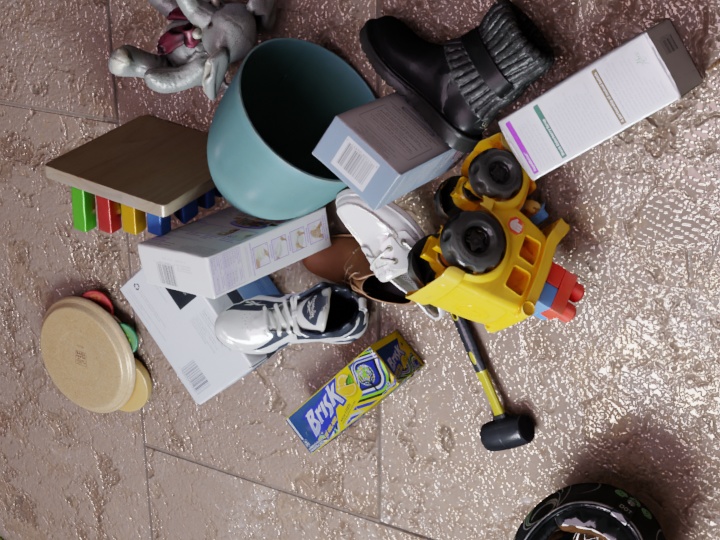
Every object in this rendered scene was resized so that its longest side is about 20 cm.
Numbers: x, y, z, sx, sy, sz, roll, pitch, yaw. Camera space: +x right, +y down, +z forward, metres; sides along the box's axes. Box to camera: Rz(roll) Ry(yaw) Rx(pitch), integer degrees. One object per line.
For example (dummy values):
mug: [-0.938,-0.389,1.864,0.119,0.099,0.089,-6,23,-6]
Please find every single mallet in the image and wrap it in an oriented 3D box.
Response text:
mallet: [0.148,0.136,1.563,0.066,0.041,0.200,-32,85,40]

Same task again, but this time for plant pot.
plant pot: [-0.094,-0.154,1.509,0.201,0.201,0.161,53,137,4]

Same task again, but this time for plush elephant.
plush elephant: [-0.192,-0.292,1.530,0.200,0.165,0.155,33,152,-10]

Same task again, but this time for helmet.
helmet: [0.269,0.351,1.471,0.200,0.191,0.200,-3,78,13]

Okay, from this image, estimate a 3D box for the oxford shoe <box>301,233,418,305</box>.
oxford shoe: [0.000,0.000,1.581,0.200,0.071,0.071,13,117,30]

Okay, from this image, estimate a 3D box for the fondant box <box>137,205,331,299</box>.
fondant box: [-0.158,-0.033,1.570,0.144,0.200,0.058,11,119,45]

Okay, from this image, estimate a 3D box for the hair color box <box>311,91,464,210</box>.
hair color box: [0.044,-0.146,1.410,0.099,0.200,0.061,44,126,11]

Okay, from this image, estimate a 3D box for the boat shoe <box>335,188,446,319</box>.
boat shoe: [0.043,-0.017,1.470,0.200,0.069,0.071,40,145,-20]

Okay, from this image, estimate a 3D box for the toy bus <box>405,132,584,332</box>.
toy bus: [0.172,-0.028,1.412,0.192,0.200,0.136,26,159,-10]

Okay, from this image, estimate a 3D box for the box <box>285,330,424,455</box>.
box: [-0.010,0.164,1.652,0.064,0.070,0.200,52,127,8]

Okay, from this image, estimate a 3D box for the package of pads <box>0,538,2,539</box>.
package of pads: [-0.673,0.584,2.255,0.154,0.068,0.200,35,124,17]

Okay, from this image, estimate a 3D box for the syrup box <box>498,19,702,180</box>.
syrup box: [0.256,-0.181,1.334,0.200,0.079,0.081,-28,92,38]

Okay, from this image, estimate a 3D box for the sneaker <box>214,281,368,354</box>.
sneaker: [-0.082,0.055,1.564,0.130,0.199,0.080,121,151,-69]

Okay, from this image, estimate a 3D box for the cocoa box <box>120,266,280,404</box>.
cocoa box: [-0.201,0.053,1.693,0.133,0.131,0.200,-37,87,38]

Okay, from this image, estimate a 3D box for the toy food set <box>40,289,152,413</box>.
toy food set: [-0.416,0.127,1.916,0.200,0.049,0.198,-1,108,34]

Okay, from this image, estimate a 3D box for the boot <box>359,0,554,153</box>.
boot: [0.109,-0.255,1.399,0.211,0.079,0.158,48,122,16]

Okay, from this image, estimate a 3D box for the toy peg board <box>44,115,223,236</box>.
toy peg board: [-0.272,-0.108,1.638,0.199,0.200,0.098,19,125,26]

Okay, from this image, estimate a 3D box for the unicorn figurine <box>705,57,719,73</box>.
unicorn figurine: [0.433,-0.277,1.193,0.137,0.074,0.200,18,104,37]
